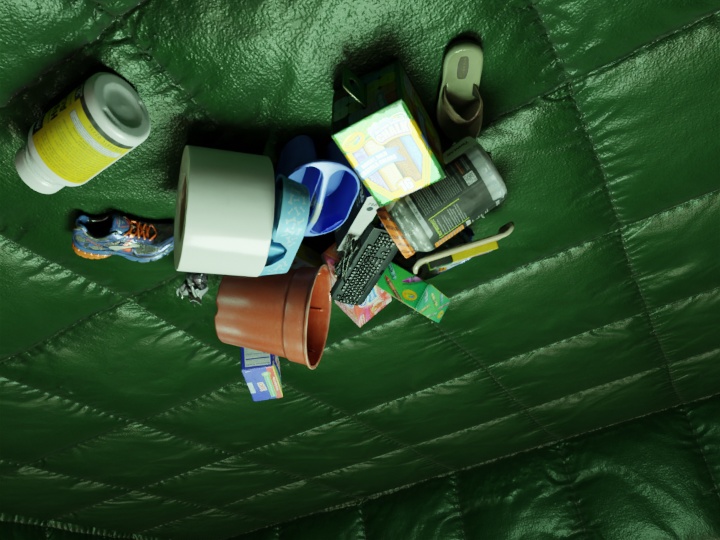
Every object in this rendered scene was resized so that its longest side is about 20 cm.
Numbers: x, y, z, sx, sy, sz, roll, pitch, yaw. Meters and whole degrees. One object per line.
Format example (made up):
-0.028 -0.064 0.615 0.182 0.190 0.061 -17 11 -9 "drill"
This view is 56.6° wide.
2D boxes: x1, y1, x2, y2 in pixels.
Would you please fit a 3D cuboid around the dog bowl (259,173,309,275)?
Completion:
-0.130 -0.069 1.104 0.048 0.113 0.201 7 145 -18 "dog bowl"

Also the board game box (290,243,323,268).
-0.172 -0.006 1.409 0.151 0.041 0.199 -28 143 27 "board game box"

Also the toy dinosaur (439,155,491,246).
0.147 -0.106 1.238 0.199 0.106 0.180 -39 -168 -38 "toy dinosaur"

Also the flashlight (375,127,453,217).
0.094 -0.167 1.206 0.067 0.069 0.200 13 142 -30 "flashlight"

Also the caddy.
-0.080 -0.138 1.166 0.138 0.107 0.201 4 146 -18 "caddy"

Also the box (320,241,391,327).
-0.005 0.017 1.406 0.099 0.095 0.201 -38 151 -16 "box"

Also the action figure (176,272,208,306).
-0.297 -0.019 1.286 0.200 0.131 0.069 -45 140 21 "action figure"

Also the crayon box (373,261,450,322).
0.105 0.042 1.371 0.059 0.118 0.200 -59 157 -1 "crayon box"

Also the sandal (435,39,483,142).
0.161 -0.272 1.069 0.078 0.058 0.202 -11 148 3 "sandal"

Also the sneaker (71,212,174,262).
-0.431 -0.065 1.224 0.195 0.077 0.079 -3 144 -13 "sneaker"

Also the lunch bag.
0.144 -0.065 1.371 0.159 0.077 0.199 -30 143 23 "lunch bag"

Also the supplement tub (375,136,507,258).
0.131 -0.116 1.101 0.198 0.124 0.123 -34 144 6 "supplement tub"

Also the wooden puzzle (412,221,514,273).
0.192 -0.034 1.263 0.196 0.038 0.185 -23 177 5 "wooden puzzle"

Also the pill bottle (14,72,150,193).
-0.416 -0.194 0.988 0.198 0.113 0.111 -27 144 24 "pill bottle"

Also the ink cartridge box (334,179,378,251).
0.000 -0.131 1.207 0.038 0.101 0.201 6 144 -23 "ink cartridge box"

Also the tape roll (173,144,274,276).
-0.229 -0.096 1.105 0.136 0.206 0.204 5 145 -20 "tape roll"

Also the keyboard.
0.000 0.000 1.244 0.102 0.040 0.202 15 130 -20 "keyboard"

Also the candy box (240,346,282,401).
-0.227 0.167 1.511 0.075 0.204 0.170 -6 148 -4 "candy box"

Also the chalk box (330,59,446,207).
0.033 -0.226 1.025 0.122 0.126 0.201 -21 131 20 "chalk box"

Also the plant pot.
-0.172 0.078 1.315 0.191 0.204 0.202 7 149 10 "plant pot"
